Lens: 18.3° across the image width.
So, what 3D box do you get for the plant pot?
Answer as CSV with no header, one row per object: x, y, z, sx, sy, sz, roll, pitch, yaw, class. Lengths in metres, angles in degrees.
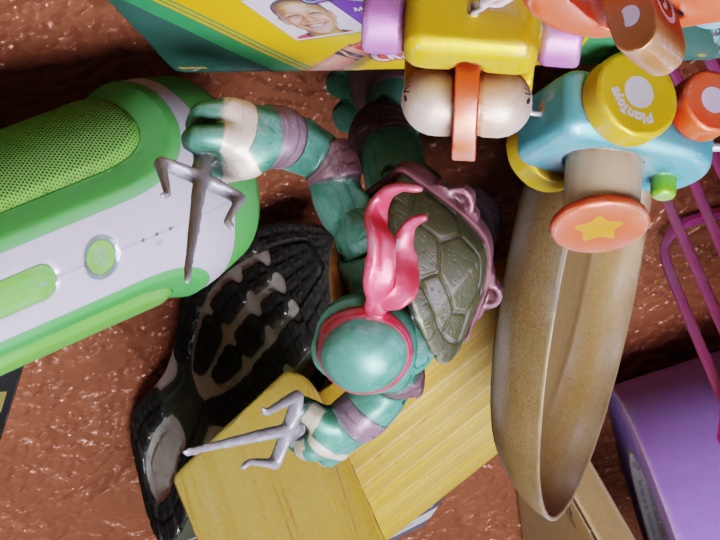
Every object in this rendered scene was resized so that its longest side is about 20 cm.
0.085,-0.002,0.886,0.027,0.201,0.200,11,145,14,plant pot

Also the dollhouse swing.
0.032,0.126,0.929,0.175,0.182,0.200,-23,154,-7,dollhouse swing

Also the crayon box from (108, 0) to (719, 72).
0.012,-0.114,0.720,0.199,0.059,0.119,0,162,19,crayon box

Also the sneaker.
-0.035,0.043,0.986,0.088,0.077,0.200,-9,149,-33,sneaker

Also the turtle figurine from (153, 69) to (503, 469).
0.000,0.000,0.782,0.100,0.200,0.150,1,116,15,turtle figurine

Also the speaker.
-0.135,-0.004,0.794,0.200,0.088,0.089,-25,151,-34,speaker

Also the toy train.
0.084,-0.053,0.697,0.150,0.056,0.200,-4,160,28,toy train

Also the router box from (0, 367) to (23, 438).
-0.238,0.035,0.894,0.199,0.052,0.157,2,138,-23,router box

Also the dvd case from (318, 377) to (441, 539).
0.012,0.085,1.036,0.148,0.016,0.200,-22,153,-39,dvd case

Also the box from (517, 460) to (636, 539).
0.124,0.168,1.086,0.021,0.200,0.164,-22,144,-8,box

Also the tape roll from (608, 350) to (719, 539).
0.188,0.138,1.073,0.085,0.200,0.200,-17,143,0,tape roll

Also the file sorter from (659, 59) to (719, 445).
0.196,-0.042,0.910,0.138,0.126,0.200,-16,144,-5,file sorter
